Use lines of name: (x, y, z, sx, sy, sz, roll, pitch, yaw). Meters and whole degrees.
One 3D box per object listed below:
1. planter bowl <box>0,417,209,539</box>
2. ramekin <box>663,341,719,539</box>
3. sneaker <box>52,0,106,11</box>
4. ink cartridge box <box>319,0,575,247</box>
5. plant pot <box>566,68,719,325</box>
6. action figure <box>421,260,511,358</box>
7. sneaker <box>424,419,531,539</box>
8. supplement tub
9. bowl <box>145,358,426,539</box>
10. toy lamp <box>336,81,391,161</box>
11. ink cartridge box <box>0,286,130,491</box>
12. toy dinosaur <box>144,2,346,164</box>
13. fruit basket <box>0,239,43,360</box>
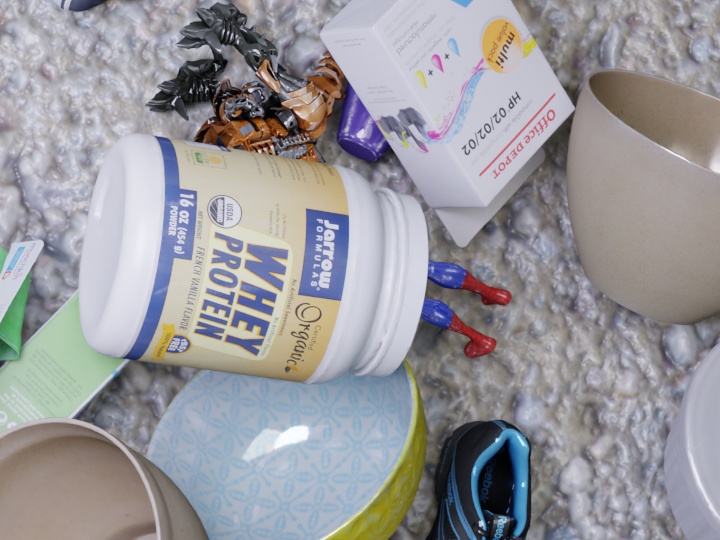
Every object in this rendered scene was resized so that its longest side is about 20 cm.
planter bowl: (-0.167, 0.206, 1.416, 0.135, 0.200, 0.201, 32, 68, -52)
ramekin: (0.311, 0.143, 1.637, 0.202, 0.094, 0.203, 5, 66, -12)
sneaker: (-0.131, -0.243, 1.618, 0.079, 0.078, 0.200, 42, 71, 2)
ink cartridge box: (0.074, -0.125, 1.611, 0.115, 0.068, 0.200, -47, 117, -27)
plant pot: (0.228, -0.041, 1.633, 0.200, 0.200, 0.135, 19, 112, -10)
action figure: (0.000, 0.000, 1.622, 0.200, 0.099, 0.065, 29, 70, -31)
sneaker: (0.077, 0.201, 1.589, 0.073, 0.082, 0.200, 10, 79, -14)
supplement tub: (-0.070, -0.004, 1.461, 0.200, 0.144, 0.145, 8, 78, -18)
bowl: (-0.036, 0.144, 1.545, 0.200, 0.200, 0.108, -47, 135, -17)
toy lamp: (0.040, -0.172, 1.660, 0.058, 0.058, 0.200, 28, 75, -8)
ink cartridge box: (-0.238, 0.105, 1.514, 0.059, 0.104, 0.200, 44, 73, -2)
toy dinosaur: (-0.071, -0.111, 1.596, 0.136, 0.200, 0.102, 38, 115, 7)
fruit basket: (-0.298, 0.071, 1.462, 0.094, 0.185, 0.200, 39, 57, -39)
